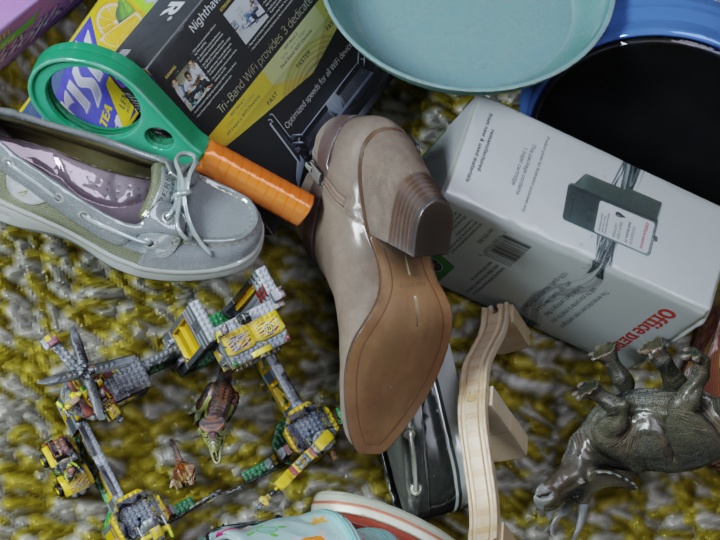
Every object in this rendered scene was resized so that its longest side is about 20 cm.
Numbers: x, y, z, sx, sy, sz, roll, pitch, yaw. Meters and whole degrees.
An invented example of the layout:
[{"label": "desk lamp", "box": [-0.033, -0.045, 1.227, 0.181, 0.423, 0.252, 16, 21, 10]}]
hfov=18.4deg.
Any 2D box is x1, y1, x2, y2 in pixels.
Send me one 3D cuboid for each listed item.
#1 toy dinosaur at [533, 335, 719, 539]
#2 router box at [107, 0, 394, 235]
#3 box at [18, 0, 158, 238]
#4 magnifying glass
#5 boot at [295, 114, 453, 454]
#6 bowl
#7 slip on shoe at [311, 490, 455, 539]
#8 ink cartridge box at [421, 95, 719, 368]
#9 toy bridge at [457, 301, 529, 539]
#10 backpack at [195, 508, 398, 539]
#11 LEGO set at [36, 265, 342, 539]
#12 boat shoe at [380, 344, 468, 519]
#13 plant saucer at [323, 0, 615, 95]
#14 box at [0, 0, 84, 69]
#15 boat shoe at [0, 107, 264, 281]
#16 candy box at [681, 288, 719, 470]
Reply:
[{"label": "toy dinosaur", "box": [0.205, 0.101, 1.501, 0.199, 0.077, 0.103, -18, 114, 16]}, {"label": "router box", "box": [-0.060, -0.150, 1.504, 0.200, 0.052, 0.158, -53, 126, -24]}, {"label": "box", "box": [-0.174, -0.125, 1.498, 0.070, 0.064, 0.201, 33, 69, -4]}, {"label": "magnifying glass", "box": [-0.121, -0.084, 1.429, 0.199, 0.080, 0.022, 27, 50, -14]}, {"label": "boot", "box": [0.000, 0.000, 1.457, 0.070, 0.146, 0.201, 7, 107, -33]}, {"label": "bowl", "box": [0.207, -0.098, 1.530, 0.199, 0.201, 0.040, 23, 43, -8]}, {"label": "slip on shoe", "box": [0.047, 0.212, 1.462, 0.200, 0.074, 0.061, 38, 70, -8]}, {"label": "ink cartridge box", "box": [0.134, -0.022, 1.514, 0.199, 0.147, 0.084, 25, 68, -9]}, {"label": "toy bridge", "box": [0.087, 0.102, 1.471, 0.027, 0.067, 0.201, -13, 47, 22]}, {"label": "backpack", "box": [-0.036, 0.235, 1.358, 0.149, 0.200, 0.179, -11, 76, -19]}, {"label": "LEGO set", "box": [-0.102, 0.088, 1.426, 0.199, 0.116, 0.155, -18, 80, -20]}, {"label": "boat shoe", "box": [0.025, 0.068, 1.495, 0.063, 0.071, 0.201, -14, 80, -20]}, {"label": "plant saucer", "box": [0.070, -0.186, 1.482, 0.198, 0.036, 0.201, 2, 54, -3]}, {"label": "box", "box": [-0.287, -0.232, 1.479, 0.176, 0.097, 0.200, -43, 89, -23]}, {"label": "boat shoe", "box": [-0.155, -0.051, 1.404, 0.201, 0.065, 0.075, 19, 53, -5]}, {"label": "candy box", "box": [0.322, 0.106, 1.579, 0.199, 0.056, 0.117, 24, 70, -7]}]
